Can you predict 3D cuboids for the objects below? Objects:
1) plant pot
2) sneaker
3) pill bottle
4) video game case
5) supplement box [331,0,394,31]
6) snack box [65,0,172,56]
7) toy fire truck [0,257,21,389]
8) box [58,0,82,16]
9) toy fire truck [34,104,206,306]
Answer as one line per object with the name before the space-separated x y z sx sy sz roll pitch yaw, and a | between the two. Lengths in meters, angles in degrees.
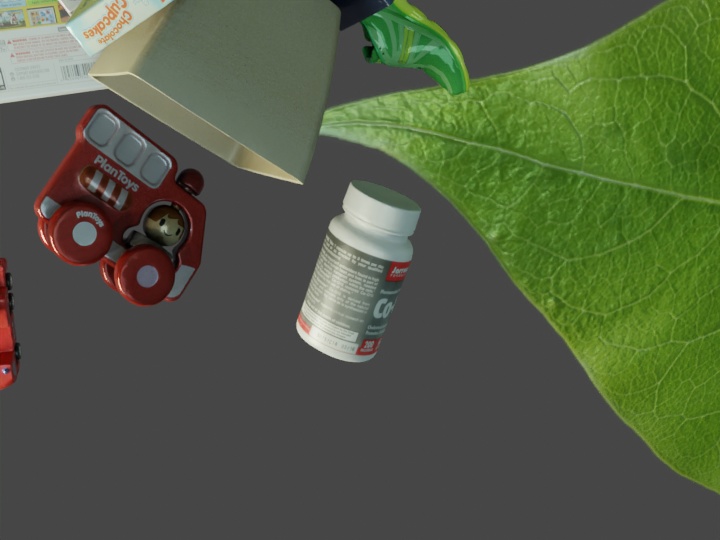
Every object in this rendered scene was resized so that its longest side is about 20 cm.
plant pot | -0.134 -0.225 0.811 0.198 0.199 0.180 30 85 -32
sneaker | 0.044 -0.268 0.919 0.198 0.074 0.084 36 96 -18
pill bottle | 0.000 0.000 0.990 0.112 0.114 0.204 13 108 -22
video game case | -0.351 -0.273 0.814 0.195 0.023 0.186 -11 115 -12
supplement box | -0.002 -0.393 0.775 0.200 0.134 0.201 43 79 -21
snack box | -0.200 -0.285 0.741 0.114 0.202 0.037 -27 125 18
toy fire truck | -0.414 0.055 0.864 0.048 0.141 0.205 -3 113 -16
box | -0.329 -0.340 0.755 0.038 0.041 0.201 -38 105 -6
toy fire truck | -0.259 -0.065 0.892 0.199 0.112 0.170 36 79 -28
